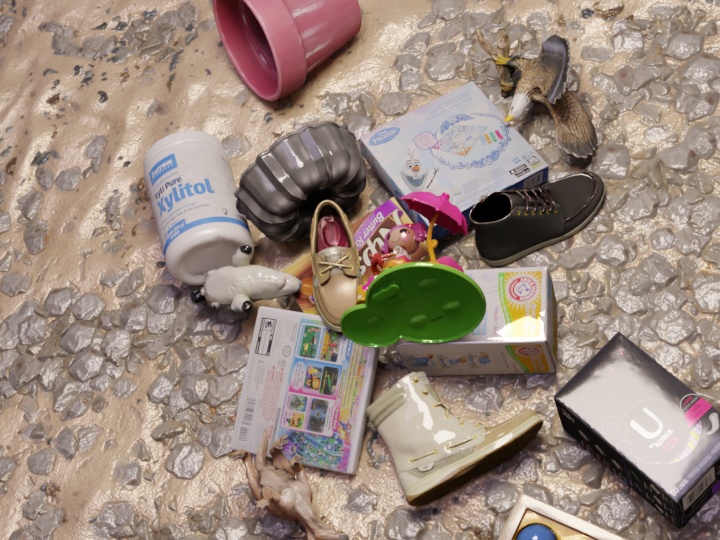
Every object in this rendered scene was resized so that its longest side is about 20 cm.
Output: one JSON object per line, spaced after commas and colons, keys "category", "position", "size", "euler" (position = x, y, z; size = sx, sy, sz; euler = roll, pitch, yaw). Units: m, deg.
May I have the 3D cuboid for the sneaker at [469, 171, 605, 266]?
{"category": "sneaker", "position": [0.245, -0.087, 1.702], "size": [0.200, 0.106, 0.075], "euler": [-33, 57, -2]}

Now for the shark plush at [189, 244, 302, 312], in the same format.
{"category": "shark plush", "position": [-0.175, 0.036, 1.763], "size": [0.200, 0.083, 0.091], "euler": [-27, 66, 42]}

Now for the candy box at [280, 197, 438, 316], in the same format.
{"category": "candy box", "position": [0.000, 0.000, 1.759], "size": [0.200, 0.056, 0.117], "euler": [-34, 57, -1]}

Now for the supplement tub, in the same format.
{"category": "supplement tub", "position": [-0.240, -0.091, 1.840], "size": [0.132, 0.132, 0.200], "euler": [-23, 58, 4]}

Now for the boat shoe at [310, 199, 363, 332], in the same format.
{"category": "boat shoe", "position": [-0.037, -0.009, 1.691], "size": [0.074, 0.066, 0.200], "euler": [-14, 53, -1]}

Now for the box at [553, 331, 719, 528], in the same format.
{"category": "box", "position": [0.350, 0.193, 1.514], "size": [0.122, 0.106, 0.200], "euler": [-43, 58, -10]}

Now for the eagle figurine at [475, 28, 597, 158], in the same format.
{"category": "eagle figurine", "position": [0.264, -0.261, 1.777], "size": [0.200, 0.151, 0.151], "euler": [31, 111, 45]}

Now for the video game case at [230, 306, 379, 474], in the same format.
{"category": "video game case", "position": [-0.073, 0.159, 1.679], "size": [0.181, 0.024, 0.201], "euler": [8, 82, 21]}

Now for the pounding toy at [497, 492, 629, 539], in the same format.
{"category": "pounding toy", "position": [0.227, 0.385, 1.423], "size": [0.184, 0.142, 0.200], "euler": [20, 69, 26]}

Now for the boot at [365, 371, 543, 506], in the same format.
{"category": "boot", "position": [0.118, 0.191, 1.601], "size": [0.200, 0.072, 0.155], "euler": [-30, 63, 4]}

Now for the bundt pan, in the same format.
{"category": "bundt pan", "position": [-0.074, -0.114, 1.766], "size": [0.202, 0.202, 0.076], "euler": [-34, 66, -3]}

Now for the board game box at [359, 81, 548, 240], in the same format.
{"category": "board game box", "position": [0.133, -0.160, 1.794], "size": [0.200, 0.043, 0.199], "euler": [-27, 58, -13]}

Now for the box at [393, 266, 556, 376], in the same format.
{"category": "box", "position": [0.156, 0.069, 1.645], "size": [0.199, 0.101, 0.113], "euler": [-2, 61, 16]}

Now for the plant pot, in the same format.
{"category": "plant pot", "position": [-0.106, -0.390, 1.941], "size": [0.179, 0.200, 0.200], "euler": [-30, 56, -19]}

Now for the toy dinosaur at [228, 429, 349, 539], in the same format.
{"category": "toy dinosaur", "position": [-0.099, 0.295, 1.605], "size": [0.086, 0.136, 0.200], "euler": [-29, 37, -15]}

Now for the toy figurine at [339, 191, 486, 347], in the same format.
{"category": "toy figurine", "position": [0.069, -0.015, 1.606], "size": [0.200, 0.150, 0.184], "euler": [-25, 39, 32]}
